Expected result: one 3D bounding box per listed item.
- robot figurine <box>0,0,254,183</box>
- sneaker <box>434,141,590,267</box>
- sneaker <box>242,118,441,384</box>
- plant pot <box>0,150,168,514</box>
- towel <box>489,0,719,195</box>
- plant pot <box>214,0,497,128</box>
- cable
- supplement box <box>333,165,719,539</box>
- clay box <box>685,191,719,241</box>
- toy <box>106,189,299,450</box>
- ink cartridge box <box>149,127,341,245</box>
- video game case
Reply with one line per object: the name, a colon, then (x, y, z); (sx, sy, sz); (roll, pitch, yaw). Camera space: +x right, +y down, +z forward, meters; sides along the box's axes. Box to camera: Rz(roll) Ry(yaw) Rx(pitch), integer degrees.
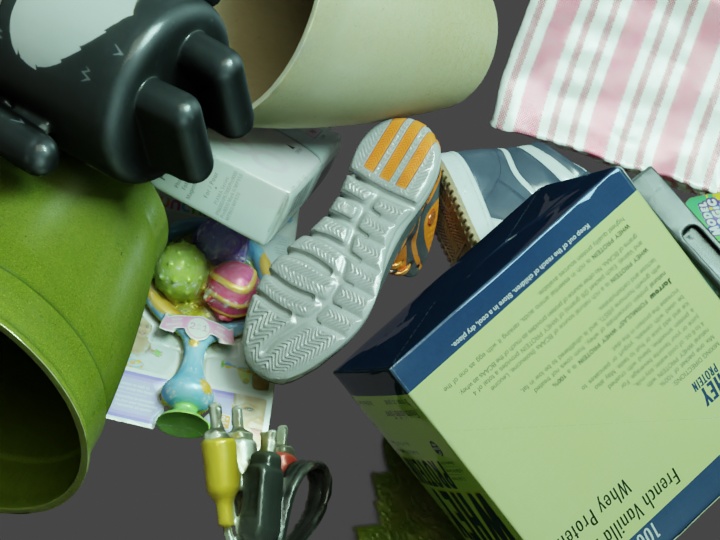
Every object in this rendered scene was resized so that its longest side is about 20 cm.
robot figurine: (-0.161, -0.132, 1.378); (0.199, 0.126, 0.150); (29, 23, 25)
sneaker: (0.124, -0.001, 1.557); (0.108, 0.070, 0.201); (-13, 69, -23)
sneaker: (0.000, 0.000, 1.515); (0.077, 0.112, 0.201); (34, 82, 18)
plant pot: (-0.218, 0.013, 1.416); (0.199, 0.201, 0.193); (27, 49, 2)
towel: (0.208, -0.143, 1.629); (0.199, 0.030, 0.147); (18, 94, -2)
plant pot: (-0.011, -0.172, 1.485); (0.199, 0.187, 0.189); (10, 56, -42)
cable: (-0.070, 0.188, 1.439); (0.097, 0.050, 0.202); (20, 71, -42)
supplement box: (0.130, 0.078, 1.425); (0.200, 0.134, 0.200); (-41, 98, -14)
clay box: (0.330, -0.005, 1.591); (0.198, 0.048, 0.115); (-4, 46, -20)
toy: (-0.103, 0.015, 1.508); (0.114, 0.047, 0.201); (13, 62, -10)
ink cartridge box: (-0.122, -0.100, 1.515); (0.199, 0.057, 0.163); (32, 21, 1)
video game case: (0.231, 0.038, 1.487); (0.025, 0.200, 0.181); (-37, 75, -11)
